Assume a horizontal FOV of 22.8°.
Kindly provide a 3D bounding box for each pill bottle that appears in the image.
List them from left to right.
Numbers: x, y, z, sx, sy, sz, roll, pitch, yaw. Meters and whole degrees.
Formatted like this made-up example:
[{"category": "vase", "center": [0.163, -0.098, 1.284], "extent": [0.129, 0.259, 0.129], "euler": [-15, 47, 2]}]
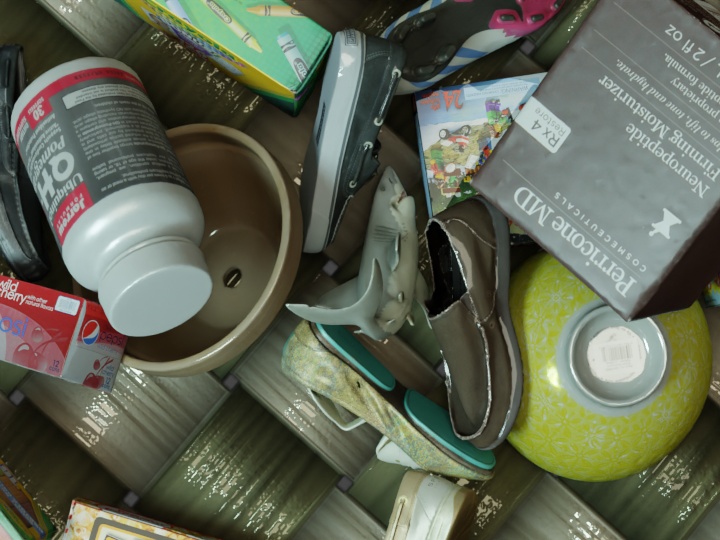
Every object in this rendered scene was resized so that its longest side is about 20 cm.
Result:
[{"category": "pill bottle", "center": [-0.182, -0.054, 1.342], "extent": [0.110, 0.111, 0.201], "euler": [-25, 60, -5]}]

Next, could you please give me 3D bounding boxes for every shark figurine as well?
[{"category": "shark figurine", "center": [0.000, 0.020, 1.415], "extent": [0.089, 0.215, 0.129], "euler": [-8, 115, 16]}]

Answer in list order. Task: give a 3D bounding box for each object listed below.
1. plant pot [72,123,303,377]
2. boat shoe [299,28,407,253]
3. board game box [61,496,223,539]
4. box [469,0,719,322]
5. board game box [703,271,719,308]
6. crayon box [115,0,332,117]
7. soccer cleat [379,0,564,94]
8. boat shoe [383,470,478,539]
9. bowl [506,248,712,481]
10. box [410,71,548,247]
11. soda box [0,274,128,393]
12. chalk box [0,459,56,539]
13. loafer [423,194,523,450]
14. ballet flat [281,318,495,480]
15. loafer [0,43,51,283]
[{"category": "plant pot", "center": [-0.121, -0.006, 1.412], "extent": [0.199, 0.093, 0.203], "euler": [-11, 67, 26]}, {"category": "boat shoe", "center": [-0.009, -0.096, 1.417], "extent": [0.056, 0.069, 0.201], "euler": [6, 126, -12]}, {"category": "board game box", "center": [-0.156, 0.283, 1.431], "extent": [0.198, 0.046, 0.153], "euler": [17, 85, -2]}, {"category": "box", "center": [0.223, -0.093, 1.333], "extent": [0.166, 0.164, 0.201], "euler": [42, 109, 18]}, {"category": "board game box", "center": [0.317, -0.080, 1.455], "extent": [0.104, 0.103, 0.202], "euler": [-12, 86, -3]}, {"category": "crayon box", "center": [-0.119, -0.208, 1.432], "extent": [0.199, 0.119, 0.059], "euler": [33, 85, 0]}, {"category": "soccer cleat", "center": [0.081, -0.204, 1.474], "extent": [0.199, 0.086, 0.070], "euler": [-30, 93, -28]}, {"category": "boat shoe", "center": [0.027, 0.255, 1.436], "extent": [0.069, 0.074, 0.202], "euler": [26, 95, 22]}, {"category": "bowl", "center": [0.197, 0.070, 1.436], "extent": [0.198, 0.108, 0.203], "euler": [0, 86, -4]}, {"category": "box", "center": [0.149, -0.093, 1.479], "extent": [0.198, 0.038, 0.138], "euler": [-9, 86, -4]}, {"category": "soda box", "center": [-0.276, 0.037, 1.385], "extent": [0.198, 0.070, 0.064], "euler": [14, 84, 31]}, {"category": "chalk box", "center": [-0.325, 0.194, 1.351], "extent": [0.123, 0.200, 0.125], "euler": [-38, 89, -5]}, {"category": "loafer", "center": [0.078, 0.043, 1.417], "extent": [0.070, 0.073, 0.202], "euler": [-4, 88, -32]}, {"category": "ballet flat", "center": [0.018, 0.116, 1.448], "extent": [0.200, 0.071, 0.071], "euler": [39, 85, -5]}, {"category": "loafer", "center": [-0.277, -0.090, 1.431], "extent": [0.070, 0.068, 0.202], "euler": [-17, 75, 0]}]
